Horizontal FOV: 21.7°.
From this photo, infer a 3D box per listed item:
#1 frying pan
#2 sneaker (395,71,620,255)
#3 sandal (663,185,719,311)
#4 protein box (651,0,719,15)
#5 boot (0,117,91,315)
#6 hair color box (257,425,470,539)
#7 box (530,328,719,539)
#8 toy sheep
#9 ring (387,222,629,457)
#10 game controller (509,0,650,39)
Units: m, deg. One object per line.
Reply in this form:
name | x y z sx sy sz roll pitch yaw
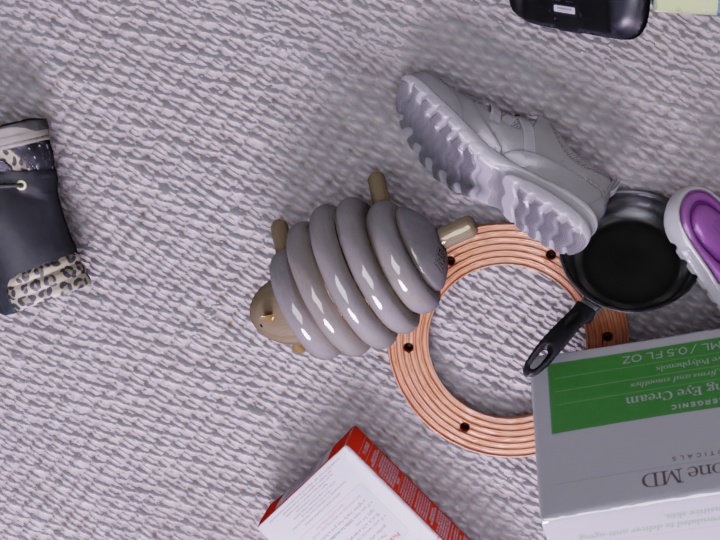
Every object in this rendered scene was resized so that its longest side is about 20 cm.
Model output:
frying pan | 0.204 0.018 1.467 0.115 0.031 0.190 12 61 11
sneaker | 0.115 -0.096 1.496 0.200 0.082 0.075 39 149 9
sandal | 0.316 0.012 1.460 0.203 0.082 0.050 40 148 -15
protein box | 0.283 -0.292 1.347 0.135 0.199 0.200 4 105 7
boot | -0.333 -0.029 1.564 0.203 0.073 0.154 -18 95 9
hair color box | 0.024 0.243 1.585 0.111 0.064 0.200 -44 92 14
box | 0.244 0.173 1.443 0.199 0.171 0.200 -10 134 11
toy sheep | 0.000 0.000 1.490 0.200 0.138 0.138 -29 98 16
ring | 0.121 0.057 1.549 0.200 0.019 0.201 2 105 8
game controller | 0.160 -0.229 1.391 0.042 0.200 0.104 -15 107 -18
